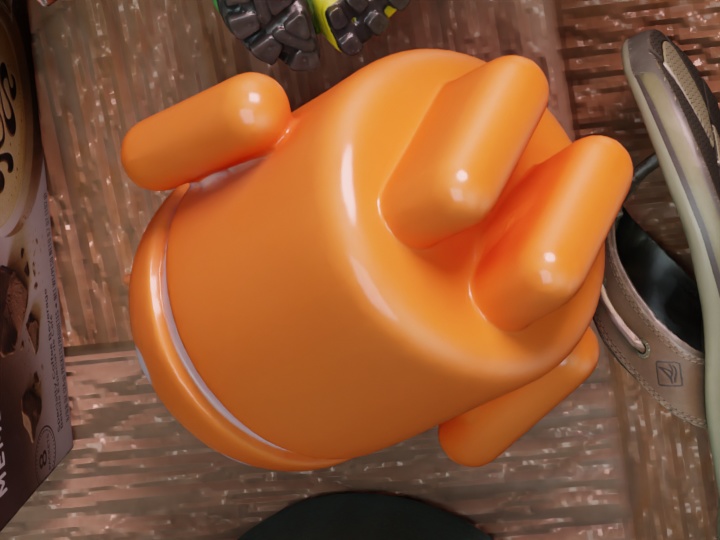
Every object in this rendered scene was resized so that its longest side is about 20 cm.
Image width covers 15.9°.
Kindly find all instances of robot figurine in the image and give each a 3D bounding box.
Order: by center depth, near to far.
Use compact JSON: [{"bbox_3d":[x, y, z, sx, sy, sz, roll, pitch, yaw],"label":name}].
[{"bbox_3d":[0.001,0.002,0.853,0.200,0.144,0.117,-27,66,49],"label":"robot figurine"}]

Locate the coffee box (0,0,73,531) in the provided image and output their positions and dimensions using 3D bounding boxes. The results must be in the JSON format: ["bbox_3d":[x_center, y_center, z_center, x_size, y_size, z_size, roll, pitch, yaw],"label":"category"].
[{"bbox_3d":[-0.163,-0.010,0.907,0.080,0.113,0.200,0,107,13],"label":"coffee box"}]

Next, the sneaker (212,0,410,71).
[{"bbox_3d":[0.019,-0.161,0.835,0.200,0.085,0.078,-42,128,5],"label":"sneaker"}]

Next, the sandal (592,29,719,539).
[{"bbox_3d":[0.107,0.019,0.872,0.057,0.080,0.201,-6,107,12],"label":"sandal"}]

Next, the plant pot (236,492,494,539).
[{"bbox_3d":[-0.013,0.181,0.890,0.200,0.196,0.200,4,108,12],"label":"plant pot"}]

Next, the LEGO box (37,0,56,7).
[{"bbox_3d":[-0.122,-0.211,0.849,0.200,0.077,0.149,42,111,-3],"label":"LEGO box"}]
